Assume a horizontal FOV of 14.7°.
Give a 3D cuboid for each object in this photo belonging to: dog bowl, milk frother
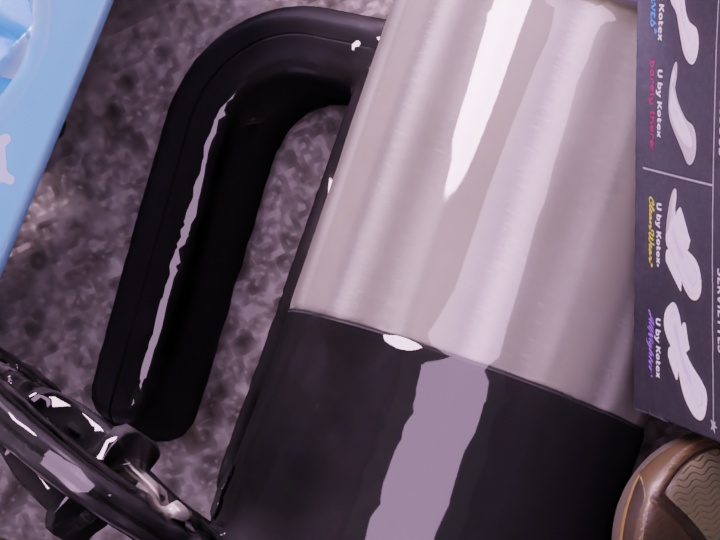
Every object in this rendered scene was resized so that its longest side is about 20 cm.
[{"bbox_3d":[-0.106,-0.057,0.796,0.050,0.111,0.200,23,84,-8],"label":"dog bowl"},{"bbox_3d":[0.000,0.000,0.760,0.180,0.200,0.188,17,85,11],"label":"milk frother"}]

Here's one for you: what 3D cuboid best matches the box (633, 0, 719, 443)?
[{"bbox_3d":[0.184,-0.021,0.729,0.200,0.115,0.132,-4,99,-21],"label":"box"}]

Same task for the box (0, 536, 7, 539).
[{"bbox_3d":[-0.211,0.139,0.843,0.136,0.038,0.200,28,87,8],"label":"box"}]

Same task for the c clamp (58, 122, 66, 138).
[{"bbox_3d":[-0.107,-0.120,0.869,0.171,0.027,0.200,22,87,8],"label":"c clamp"}]

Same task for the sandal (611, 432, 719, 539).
[{"bbox_3d":[0.091,0.136,0.790,0.082,0.055,0.200,-16,111,-26],"label":"sandal"}]
